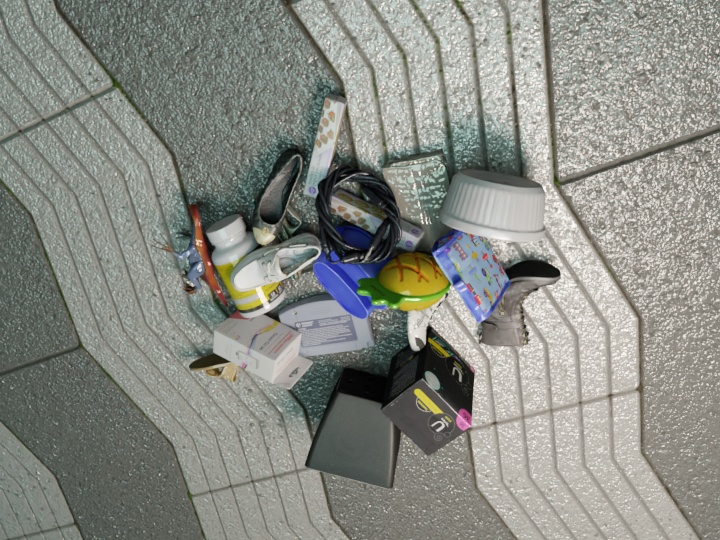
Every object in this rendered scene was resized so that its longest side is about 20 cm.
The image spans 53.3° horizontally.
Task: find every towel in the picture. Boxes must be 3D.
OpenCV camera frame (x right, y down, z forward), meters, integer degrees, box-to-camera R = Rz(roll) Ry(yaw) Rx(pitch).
[{"bbox_3d":[0.123,-0.133,1.432,0.130,0.035,0.203,-7,115,16],"label":"towel"}]

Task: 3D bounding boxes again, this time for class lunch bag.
[{"bbox_3d":[0.200,0.004,1.337,0.093,0.200,0.152,-31,93,19],"label":"lunch bag"}]

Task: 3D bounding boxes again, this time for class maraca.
[{"bbox_3d":[0.085,0.027,1.375,0.137,0.198,0.109,30,126,45],"label":"maraca"}]

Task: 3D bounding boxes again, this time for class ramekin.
[{"bbox_3d":[0.249,-0.125,1.326,0.199,0.203,0.096,11,106,6],"label":"ramekin"}]

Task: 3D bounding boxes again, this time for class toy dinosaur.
[{"bbox_3d":[-0.343,-0.045,1.536,0.197,0.106,0.183,21,123,-15],"label":"toy dinosaur"}]

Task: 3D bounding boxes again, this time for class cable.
[{"bbox_3d":[-0.004,-0.112,1.386,0.160,0.051,0.203,-8,79,-1],"label":"cable"}]

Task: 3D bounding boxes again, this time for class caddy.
[{"bbox_3d":[0.000,0.000,1.483,0.200,0.105,0.141,48,137,-13],"label":"caddy"}]

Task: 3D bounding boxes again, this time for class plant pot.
[{"bbox_3d":[0.003,0.337,1.608,0.196,0.200,0.180,13,105,4],"label":"plant pot"}]

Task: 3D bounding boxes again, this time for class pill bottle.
[{"bbox_3d":[-0.247,-0.011,1.519,0.110,0.112,0.202,-18,112,19],"label":"pill bottle"}]

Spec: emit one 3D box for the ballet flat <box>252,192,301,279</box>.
[{"bbox_3d":[-0.151,-0.078,1.499,0.074,0.068,0.202,-25,107,4],"label":"ballet flat"}]

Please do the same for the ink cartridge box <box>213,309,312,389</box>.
[{"bbox_3d":[-0.208,0.166,1.566,0.198,0.117,0.068,24,127,16],"label":"ink cartridge box"}]

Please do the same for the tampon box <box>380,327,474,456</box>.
[{"bbox_3d":[0.147,0.253,1.522,0.150,0.201,0.126,43,116,-12],"label":"tampon box"}]

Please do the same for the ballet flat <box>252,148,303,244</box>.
[{"bbox_3d":[-0.168,-0.148,1.429,0.066,0.057,0.203,19,95,-15],"label":"ballet flat"}]

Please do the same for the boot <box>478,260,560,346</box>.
[{"bbox_3d":[0.325,0.077,1.481,0.197,0.069,0.176,-7,115,26],"label":"boot"}]

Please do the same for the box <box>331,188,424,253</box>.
[{"bbox_3d":[0.030,-0.100,1.437,0.198,0.041,0.039,28,128,12],"label":"box"}]

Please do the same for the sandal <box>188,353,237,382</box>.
[{"bbox_3d":[-0.295,0.227,1.665,0.209,0.078,0.071,-17,106,13],"label":"sandal"}]

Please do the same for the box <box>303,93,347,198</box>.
[{"bbox_3d":[-0.069,-0.241,1.404,0.038,0.042,0.202,17,117,2],"label":"box"}]

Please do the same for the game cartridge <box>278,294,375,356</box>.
[{"bbox_3d":[-0.076,0.120,1.594,0.197,0.041,0.135,-9,117,15],"label":"game cartridge"}]

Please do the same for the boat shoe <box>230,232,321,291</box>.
[{"bbox_3d":[-0.170,-0.013,1.442,0.198,0.069,0.071,-28,113,-2],"label":"boat shoe"}]

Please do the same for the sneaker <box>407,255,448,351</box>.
[{"bbox_3d":[0.138,0.069,1.483,0.086,0.076,0.204,1,98,2],"label":"sneaker"}]
